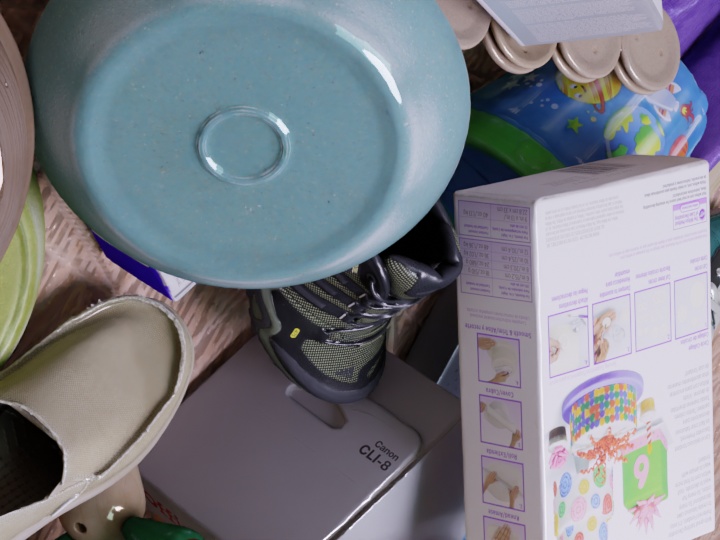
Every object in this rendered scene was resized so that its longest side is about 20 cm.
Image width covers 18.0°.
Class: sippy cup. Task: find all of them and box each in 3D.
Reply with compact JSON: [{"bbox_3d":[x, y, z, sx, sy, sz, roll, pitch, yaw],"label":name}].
[{"bbox_3d":[0.120,-0.069,1.268,0.130,0.140,0.178,-46,143,-20],"label":"sippy cup"}]

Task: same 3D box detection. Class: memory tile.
[{"bbox_3d":[0.096,-0.173,1.176,0.200,0.017,0.154,7,78,-43],"label":"memory tile"}]

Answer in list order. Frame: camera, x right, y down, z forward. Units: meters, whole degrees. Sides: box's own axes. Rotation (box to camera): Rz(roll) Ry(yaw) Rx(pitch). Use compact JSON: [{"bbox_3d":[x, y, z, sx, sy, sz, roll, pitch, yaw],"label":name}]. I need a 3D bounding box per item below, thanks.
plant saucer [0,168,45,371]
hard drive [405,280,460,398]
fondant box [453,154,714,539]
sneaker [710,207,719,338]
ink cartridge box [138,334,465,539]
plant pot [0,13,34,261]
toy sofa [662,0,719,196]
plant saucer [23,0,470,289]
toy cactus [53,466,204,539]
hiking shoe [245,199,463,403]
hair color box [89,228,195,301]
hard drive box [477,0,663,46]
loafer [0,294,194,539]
[{"bbox_3d":[-0.219,0.012,1.040,0.200,0.031,0.200,-26,131,-34],"label":"plant saucer"},{"bbox_3d":[0.095,0.034,1.383,0.135,0.042,0.200,31,89,-52],"label":"hard drive"},{"bbox_3d":[0.116,0.049,1.153,0.144,0.058,0.200,-13,104,-45],"label":"fondant box"},{"bbox_3d":[0.200,0.046,1.471,0.200,0.080,0.071,-46,138,-15],"label":"sneaker"},{"bbox_3d":[-0.011,0.147,1.260,0.145,0.145,0.200,-41,138,-19],"label":"ink cartridge box"},{"bbox_3d":[-0.211,-0.043,0.929,0.201,0.093,0.201,-11,110,-34],"label":"plant pot"},{"bbox_3d":[0.220,-0.135,1.375,0.200,0.083,0.098,-50,142,-11],"label":"toy sofa"},{"bbox_3d":[-0.051,-0.063,1.003,0.200,0.036,0.200,1,126,1],"label":"plant saucer"},{"bbox_3d":[-0.137,0.153,1.148,0.102,0.200,0.165,10,66,-44],"label":"toy cactus"},{"bbox_3d":[0.000,0.000,1.114,0.076,0.101,0.200,-32,138,-29],"label":"hiking shoe"},{"bbox_3d":[-0.057,-0.094,1.119,0.200,0.065,0.109,-46,140,-18],"label":"hair color box"},{"bbox_3d":[0.087,-0.198,1.040,0.200,0.077,0.156,21,64,-76],"label":"hard drive box"},{"bbox_3d":[-0.149,0.079,1.084,0.200,0.076,0.068,-45,177,-29],"label":"loafer"}]
